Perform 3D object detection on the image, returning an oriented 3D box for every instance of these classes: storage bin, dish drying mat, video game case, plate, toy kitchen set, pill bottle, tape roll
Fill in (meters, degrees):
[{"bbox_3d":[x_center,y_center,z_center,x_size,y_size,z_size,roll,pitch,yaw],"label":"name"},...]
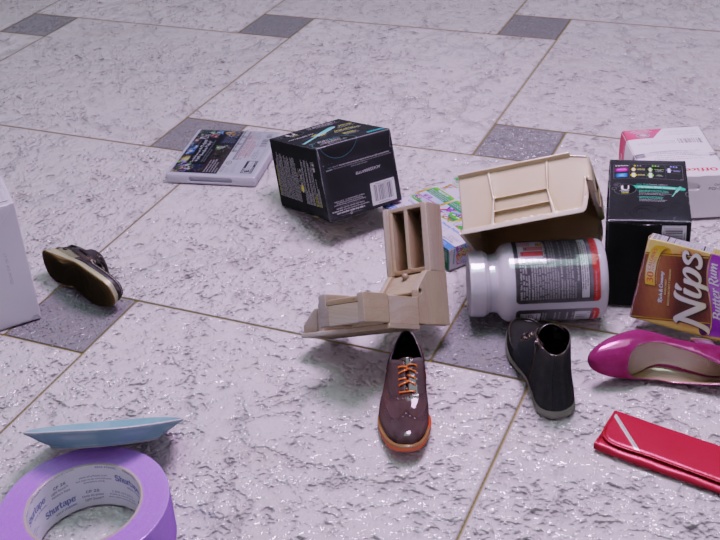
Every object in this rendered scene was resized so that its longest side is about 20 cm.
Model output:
[{"bbox_3d":[0.259,-0.086,1.659,0.195,0.200,0.096,-9,72,16],"label":"storage bin"},{"bbox_3d":[0.391,0.224,1.358,0.197,0.018,0.077,16,36,30],"label":"dish drying mat"},{"bbox_3d":[-0.261,-0.221,2.160,0.178,0.024,0.201,4,33,12],"label":"video game case"},{"bbox_3d":[-0.320,0.204,1.392,0.196,0.026,0.200,-4,-4,0],"label":"plate"},{"bbox_3d":[0.000,0.000,1.571,0.161,0.184,0.198,-10,-10,38],"label":"toy kitchen set"},{"bbox_3d":[0.255,0.015,1.622,0.196,0.118,0.117,-2,31,2],"label":"pill bottle"},{"bbox_3d":[-0.314,0.293,1.282,0.196,0.067,0.201,-4,31,2],"label":"tape roll"}]

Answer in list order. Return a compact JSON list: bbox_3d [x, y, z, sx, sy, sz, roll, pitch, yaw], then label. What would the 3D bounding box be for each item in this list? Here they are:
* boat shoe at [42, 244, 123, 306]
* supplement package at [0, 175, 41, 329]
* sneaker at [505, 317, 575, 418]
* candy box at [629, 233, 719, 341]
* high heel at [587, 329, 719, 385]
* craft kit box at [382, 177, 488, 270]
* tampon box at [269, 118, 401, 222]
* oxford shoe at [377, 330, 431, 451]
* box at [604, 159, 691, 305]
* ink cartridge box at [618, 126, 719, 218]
[{"bbox_3d":[-0.434,-0.003,1.772,0.198,0.074,0.064,25,46,38],"label":"boat shoe"},{"bbox_3d":[-0.589,-0.015,1.684,0.153,0.203,0.111,-17,33,-21],"label":"supplement package"},{"bbox_3d":[0.247,0.096,1.498,0.073,0.108,0.201,-8,31,-7],"label":"sneaker"},{"bbox_3d":[0.485,0.031,1.541,0.197,0.119,0.056,15,14,19],"label":"candy box"},{"bbox_3d":[0.405,0.127,1.471,0.196,0.069,0.096,4,19,-13],"label":"high heel"},{"bbox_3d":[0.169,-0.087,1.872,0.195,0.049,0.200,-23,36,-23],"label":"craft kit box"},{"bbox_3d":[-0.045,-0.177,1.923,0.148,0.129,0.199,-18,19,-23],"label":"tampon box"},{"bbox_3d":[0.055,0.157,1.454,0.070,0.074,0.201,-3,31,1],"label":"oxford shoe"},{"bbox_3d":[0.435,-0.060,1.693,0.122,0.151,0.201,2,31,12],"label":"box"},{"bbox_3d":[0.538,-0.170,1.925,0.144,0.084,0.201,-2,31,2],"label":"ink cartridge box"}]
